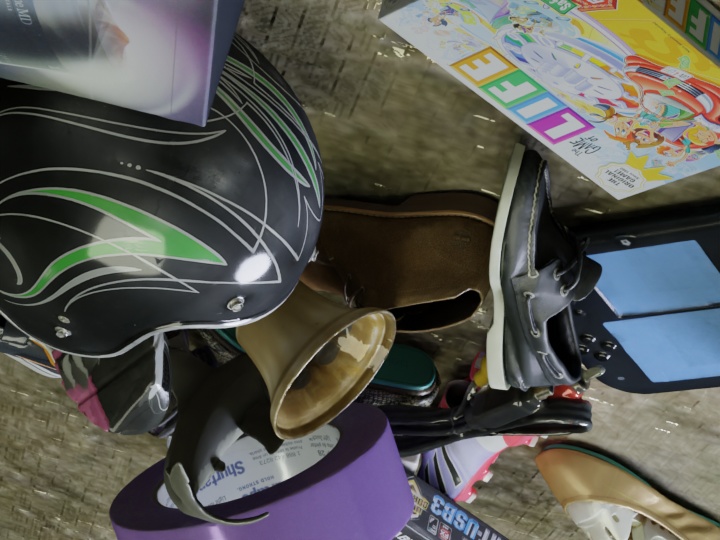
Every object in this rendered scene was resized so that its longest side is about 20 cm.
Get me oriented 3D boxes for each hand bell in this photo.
[{"bbox_3d":[-0.082,0.004,1.311,0.200,0.104,0.104,42,160,22],"label":"hand bell"}]

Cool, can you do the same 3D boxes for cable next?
[{"bbox_3d":[0.085,0.093,1.428,0.097,0.051,0.200,29,147,-31],"label":"cable"}]

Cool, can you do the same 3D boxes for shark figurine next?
[{"bbox_3d":[-0.105,0.096,1.339,0.128,0.215,0.090,-20,111,29],"label":"shark figurine"}]

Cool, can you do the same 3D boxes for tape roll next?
[{"bbox_3d":[-0.067,0.159,1.393,0.199,0.200,0.066,-10,105,37],"label":"tape roll"}]

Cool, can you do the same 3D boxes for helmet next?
[{"bbox_3d":[-0.121,-0.056,1.165,0.190,0.201,0.200,-17,140,31],"label":"helmet"}]

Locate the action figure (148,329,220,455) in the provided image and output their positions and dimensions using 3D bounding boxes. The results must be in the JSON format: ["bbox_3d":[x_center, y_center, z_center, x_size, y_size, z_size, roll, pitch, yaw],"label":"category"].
[{"bbox_3d":[-0.140,0.069,1.477,0.069,0.131,0.200,-17,152,5],"label":"action figure"}]

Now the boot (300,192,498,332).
[{"bbox_3d":[0.000,0.000,1.329,0.199,0.076,0.074,-6,148,34],"label":"boot"}]

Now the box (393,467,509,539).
[{"bbox_3d":[0.005,0.217,1.605,0.198,0.050,0.200,-12,144,40],"label":"box"}]

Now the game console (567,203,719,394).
[{"bbox_3d":[0.208,0.021,1.319,0.199,0.031,0.177,-9,144,36],"label":"game console"}]

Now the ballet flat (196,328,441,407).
[{"bbox_3d":[-0.043,0.069,1.473,0.199,0.068,0.075,19,137,-13],"label":"ballet flat"}]

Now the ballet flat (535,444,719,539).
[{"bbox_3d":[0.217,0.200,1.603,0.199,0.063,0.069,28,149,-24],"label":"ballet flat"}]

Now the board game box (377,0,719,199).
[{"bbox_3d":[0.127,-0.116,1.102,0.200,0.034,0.134,33,147,-31],"label":"board game box"}]

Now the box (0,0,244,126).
[{"bbox_3d":[-0.151,-0.188,1.007,0.197,0.124,0.200,13,152,0],"label":"box"}]

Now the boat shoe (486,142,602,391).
[{"bbox_3d":[0.115,0.005,1.259,0.066,0.075,0.200,11,133,12],"label":"boat shoe"}]

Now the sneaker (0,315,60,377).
[{"bbox_3d":[-0.260,0.022,1.484,0.199,0.079,0.079,22,158,-38],"label":"sneaker"}]

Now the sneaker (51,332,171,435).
[{"bbox_3d":[-0.150,0.017,1.330,0.080,0.201,0.086,-29,147,23],"label":"sneaker"}]

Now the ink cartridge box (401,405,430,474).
[{"bbox_3d":[-0.020,0.147,1.610,0.116,0.068,0.200,14,151,-2],"label":"ink cartridge box"}]

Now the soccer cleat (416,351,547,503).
[{"bbox_3d":[0.079,0.116,1.522,0.076,0.067,0.200,32,148,-8],"label":"soccer cleat"}]
